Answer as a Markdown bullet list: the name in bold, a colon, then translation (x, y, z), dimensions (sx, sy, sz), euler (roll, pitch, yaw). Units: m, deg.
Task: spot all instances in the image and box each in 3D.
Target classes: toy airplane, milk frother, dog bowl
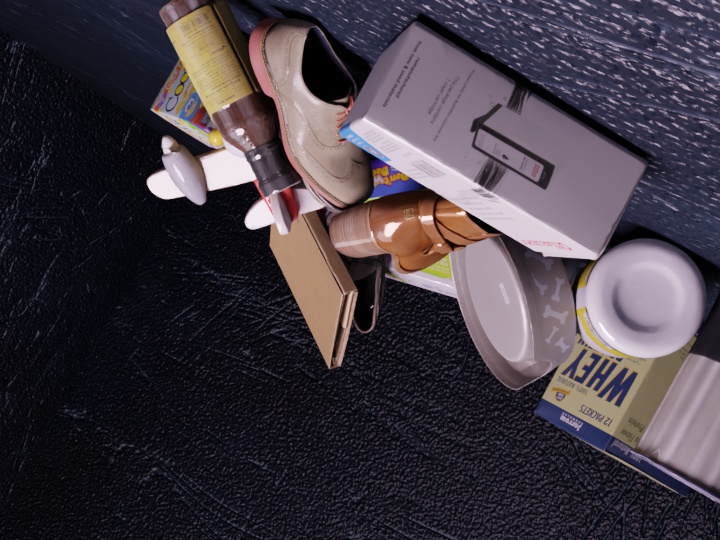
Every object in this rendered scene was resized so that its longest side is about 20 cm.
- **toy airplane**: translation (-0.112, -0.132, 1.152), dimensions (0.199, 0.200, 0.141), euler (29, -170, 3)
- **milk frother**: translation (0.377, 0.131, 0.951), dimensions (0.180, 0.189, 0.200), euler (29, 178, -7)
- **dog bowl**: translation (0.161, 0.023, 1.133), dimensions (0.200, 0.059, 0.201), euler (162, 90, -76)

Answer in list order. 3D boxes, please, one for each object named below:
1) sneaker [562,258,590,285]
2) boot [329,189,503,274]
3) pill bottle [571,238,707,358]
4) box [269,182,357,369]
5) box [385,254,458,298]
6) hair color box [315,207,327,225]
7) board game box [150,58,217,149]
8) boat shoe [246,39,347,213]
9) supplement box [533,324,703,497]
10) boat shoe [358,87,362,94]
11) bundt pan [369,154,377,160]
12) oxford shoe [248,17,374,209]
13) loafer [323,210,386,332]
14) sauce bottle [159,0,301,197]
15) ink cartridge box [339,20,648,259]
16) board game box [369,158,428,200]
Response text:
- **sneaker**: translation (0.251, 0.004, 1.246), dimensions (0.115, 0.075, 0.200), euler (27, -179, 26)
- **boot**: translation (0.085, -0.048, 1.039), dimensions (0.155, 0.077, 0.200), euler (-11, 168, 36)
- **pill bottle**: translation (0.270, 0.032, 1.076), dimensions (0.112, 0.112, 0.200), euler (29, 178, 5)
- **box**: translation (-0.061, -0.005, 1.275), dimensions (0.164, 0.021, 0.200), euler (101, 146, -54)
- **box**: translation (0.111, -0.030, 1.351), dimensions (0.199, 0.113, 0.101), euler (16, 174, 18)
- **hair color box**: translation (-0.030, -0.073, 1.322), dimensions (0.064, 0.111, 0.200), euler (8, 144, -4)
- **board game box**: translation (-0.168, -0.210, 1.353), dimensions (0.105, 0.103, 0.200), euler (31, 177, -33)
- **boat shoe**: translation (-0.048, -0.143, 1.056), dimensions (0.200, 0.074, 0.073), euler (57, 180, -25)
- **supplement box**: translation (0.375, 0.155, 1.403), dimensions (0.200, 0.200, 0.134), euler (31, 177, -35)
- **boat shoe**: translation (0.071, -0.112, 1.023), dimensions (0.200, 0.062, 0.075), euler (27, 176, 20)
- **bundt pan**: translation (-0.037, -0.149, 1.438), dimensions (0.202, 0.076, 0.202), euler (30, 177, 1)
- **oxford shoe**: translation (-0.031, -0.136, 0.973), dimensions (0.075, 0.070, 0.200), euler (11, 140, 47)
- **loafer**: translation (0.000, 0.000, 1.272), dimensions (0.072, 0.063, 0.200), euler (-6, 144, 7)
- **sauce bottle**: translation (-0.117, -0.165, 0.999), dimensions (0.200, 0.065, 0.065), euler (65, 172, -7)
- **ink cartridge box**: translation (0.095, -0.093, 0.816), dimensions (0.200, 0.084, 0.146), euler (29, 179, -9)
- **board game box**: translation (0.077, -0.074, 1.197), dimensions (0.134, 0.045, 0.200), euler (-9, 161, 22)
